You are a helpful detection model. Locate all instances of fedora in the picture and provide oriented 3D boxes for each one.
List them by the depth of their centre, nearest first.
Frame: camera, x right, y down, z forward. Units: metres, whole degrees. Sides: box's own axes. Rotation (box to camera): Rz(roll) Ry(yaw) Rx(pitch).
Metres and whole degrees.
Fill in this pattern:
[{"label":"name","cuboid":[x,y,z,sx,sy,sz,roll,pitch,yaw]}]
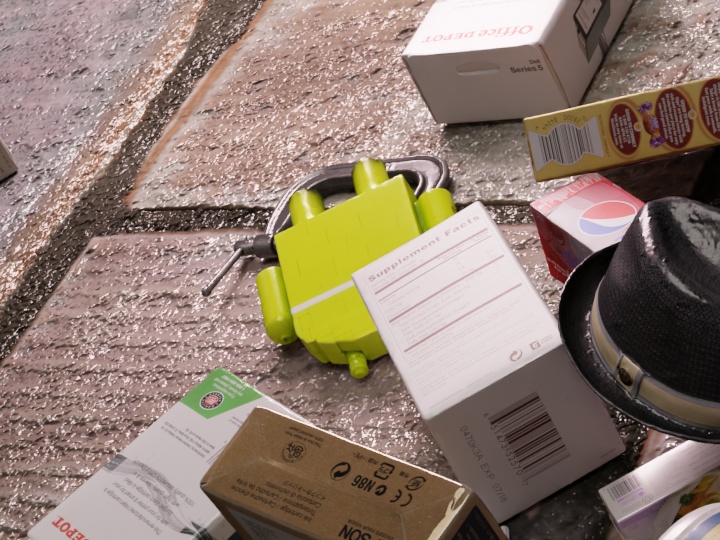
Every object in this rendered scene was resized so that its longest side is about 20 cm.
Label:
[{"label":"fedora","cuboid":[0.226,0.018,1.450,0.199,0.092,0.201,1,42,-1]}]

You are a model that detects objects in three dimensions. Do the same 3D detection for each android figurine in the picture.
[{"label":"android figurine","cuboid":[0.000,0.000,1.791,0.181,0.041,0.201,-26,47,9]}]

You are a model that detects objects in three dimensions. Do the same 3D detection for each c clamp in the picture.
[{"label":"c clamp","cuboid":[-0.021,-0.040,1.900,0.199,0.027,0.171,-9,34,30]}]

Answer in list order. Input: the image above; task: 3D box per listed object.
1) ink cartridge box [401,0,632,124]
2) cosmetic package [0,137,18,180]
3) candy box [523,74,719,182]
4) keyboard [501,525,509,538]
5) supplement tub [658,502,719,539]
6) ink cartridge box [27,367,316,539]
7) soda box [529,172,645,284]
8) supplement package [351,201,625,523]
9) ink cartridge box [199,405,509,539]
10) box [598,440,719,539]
[{"label":"ink cartridge box","cuboid":[0.146,-0.225,1.958,0.145,0.084,0.200,-2,42,35]},{"label":"cosmetic package","cuboid":[-0.460,-0.099,2.240,0.199,0.087,0.103,-34,35,-7]},{"label":"candy box","cuboid":[0.240,-0.116,1.725,0.199,0.057,0.117,-13,1,25]},{"label":"keyboard","cuboid":[0.012,0.227,1.541,0.199,0.011,0.056,-19,30,14]},{"label":"supplement tub","cuboid":[0.259,0.222,1.239,0.199,0.145,0.145,17,55,48]},{"label":"ink cartridge box","cuboid":[-0.125,0.182,1.630,0.200,0.083,0.146,-40,35,-17]},{"label":"soda box","cuboid":[0.206,0.000,1.631,0.063,0.070,0.200,-29,33,-13]},{"label":"supplement package","cuboid":[0.089,0.065,1.595,0.117,0.117,0.200,-30,33,2]},{"label":"ink cartridge box","cuboid":[0.015,0.185,1.437,0.199,0.165,0.075,17,61,43]},{"label":"box","cuboid":[0.255,0.122,1.468,0.199,0.039,0.041,-30,35,0]}]
